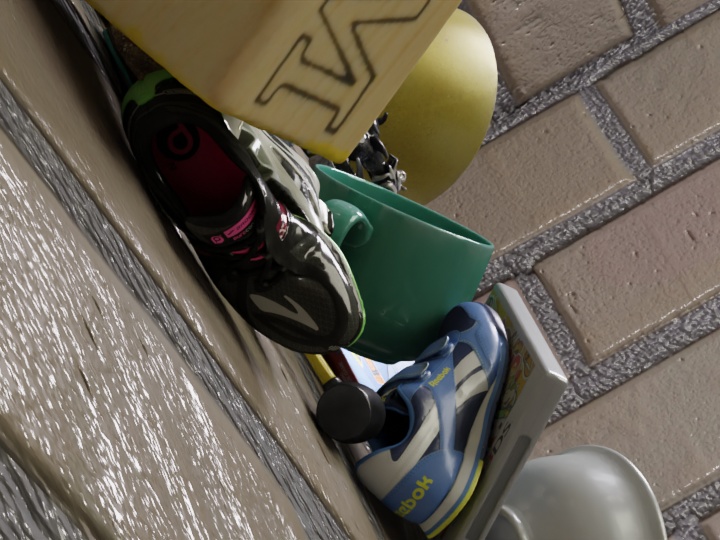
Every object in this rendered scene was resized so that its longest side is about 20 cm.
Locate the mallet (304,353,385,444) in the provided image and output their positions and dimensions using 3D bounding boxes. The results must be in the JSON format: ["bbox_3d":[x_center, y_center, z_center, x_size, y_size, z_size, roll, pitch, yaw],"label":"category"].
[{"bbox_3d":[-0.050,0.031,1.460,0.201,0.041,0.066,56,5,2],"label":"mallet"}]

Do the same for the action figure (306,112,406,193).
[{"bbox_3d":[-0.009,-0.074,1.780,0.201,0.102,0.119,57,33,-17],"label":"action figure"}]

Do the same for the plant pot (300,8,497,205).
[{"bbox_3d":[0.003,-0.168,1.954,0.142,0.200,0.201,23,30,-44],"label":"plant pot"}]

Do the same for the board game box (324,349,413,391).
[{"bbox_3d":[0.018,0.085,1.765,0.103,0.019,0.201,-11,70,-59],"label":"board game box"}]

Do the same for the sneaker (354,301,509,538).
[{"bbox_3d":[0.050,0.090,1.540,0.082,0.074,0.201,26,45,-10],"label":"sneaker"}]

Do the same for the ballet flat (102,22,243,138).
[{"bbox_3d":[-0.112,-0.110,1.394,0.071,0.065,0.201,57,5,-50],"label":"ballet flat"}]

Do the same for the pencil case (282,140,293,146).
[{"bbox_3d":[-0.099,-0.133,1.642,0.091,0.083,0.200,44,1,9],"label":"pencil case"}]

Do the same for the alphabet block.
[{"bbox_3d":[-0.051,-0.208,1.283,0.195,0.200,0.196,40,8,24],"label":"alphabet block"}]

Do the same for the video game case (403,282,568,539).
[{"bbox_3d":[0.082,0.120,1.588,0.023,0.183,0.200,24,13,-13],"label":"video game case"}]

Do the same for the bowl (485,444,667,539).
[{"bbox_3d":[0.124,0.219,1.558,0.090,0.202,0.202,12,33,-31],"label":"bowl"}]

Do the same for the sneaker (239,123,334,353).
[{"bbox_3d":[-0.047,-0.031,1.431,0.088,0.074,0.201,13,43,-50],"label":"sneaker"}]

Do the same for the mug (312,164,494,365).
[{"bbox_3d":[-0.001,-0.002,1.646,0.184,0.115,0.152,19,8,-35],"label":"mug"}]

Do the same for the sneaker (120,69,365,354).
[{"bbox_3d":[-0.073,-0.023,1.265,0.200,0.077,0.084,49,12,-16],"label":"sneaker"}]
